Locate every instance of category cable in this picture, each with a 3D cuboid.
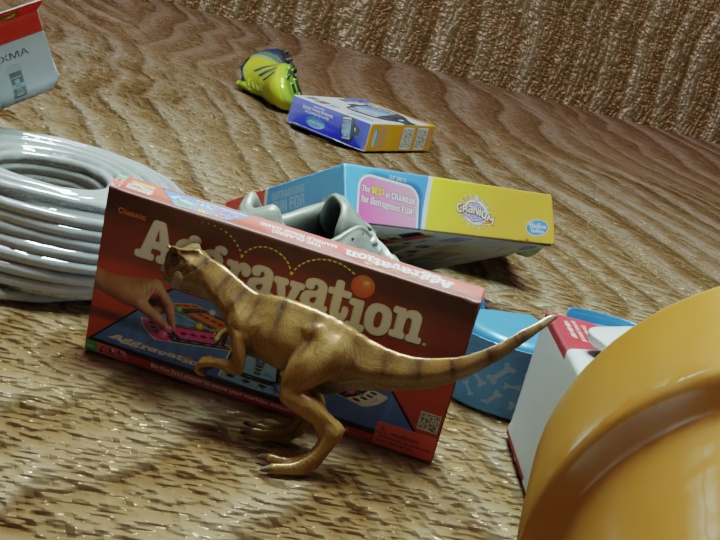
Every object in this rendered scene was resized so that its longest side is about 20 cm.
[{"bbox_3d":[-0.207,-0.041,0.854,0.200,0.069,0.200,6,17,-34],"label":"cable"}]

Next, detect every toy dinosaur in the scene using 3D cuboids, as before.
[{"bbox_3d":[-0.016,0.045,0.662,0.200,0.106,0.060,19,13,7],"label":"toy dinosaur"}]

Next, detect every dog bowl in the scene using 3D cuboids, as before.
[{"bbox_3d":[0.130,0.062,0.881,0.200,0.050,0.111,9,16,-30],"label":"dog bowl"}]

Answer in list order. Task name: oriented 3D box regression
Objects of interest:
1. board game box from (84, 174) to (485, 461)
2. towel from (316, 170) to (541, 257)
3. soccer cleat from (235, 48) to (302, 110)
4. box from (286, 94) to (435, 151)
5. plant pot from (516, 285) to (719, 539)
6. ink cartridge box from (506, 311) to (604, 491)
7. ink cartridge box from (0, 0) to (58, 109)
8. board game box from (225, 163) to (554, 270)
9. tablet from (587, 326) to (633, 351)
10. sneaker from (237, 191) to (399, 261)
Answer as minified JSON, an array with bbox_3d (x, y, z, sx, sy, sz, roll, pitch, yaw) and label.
[{"bbox_3d":[-0.044,0.026,0.712,0.200,0.103,0.019,17,28,5],"label":"board game box"},{"bbox_3d":[0.051,-0.045,1.200,0.200,0.031,0.149,17,1,-5],"label":"towel"},{"bbox_3d":[-0.124,-0.250,1.812,0.083,0.065,0.200,-15,22,-2],"label":"soccer cleat"},{"bbox_3d":[-0.002,-0.186,1.707,0.119,0.042,0.200,23,13,25],"label":"box"},{"bbox_3d":[0.132,0.129,0.379,0.200,0.201,0.183,18,30,8],"label":"plant pot"},{"bbox_3d":[0.192,0.102,0.723,0.199,0.083,0.147,15,14,-5],"label":"ink cartridge box"},{"bbox_3d":[-0.271,-0.114,0.855,0.160,0.047,0.200,-23,9,-14],"label":"ink cartridge box"},{"bbox_3d":[0.022,-0.035,1.016,0.200,0.040,0.153,5,-11,-38],"label":"board game box"},{"bbox_3d":[0.219,0.073,0.667,0.130,0.014,0.200,4,21,-37],"label":"tablet"},{"bbox_3d":[0.000,0.000,0.883,0.200,0.092,0.076,8,18,-31],"label":"sneaker"}]
